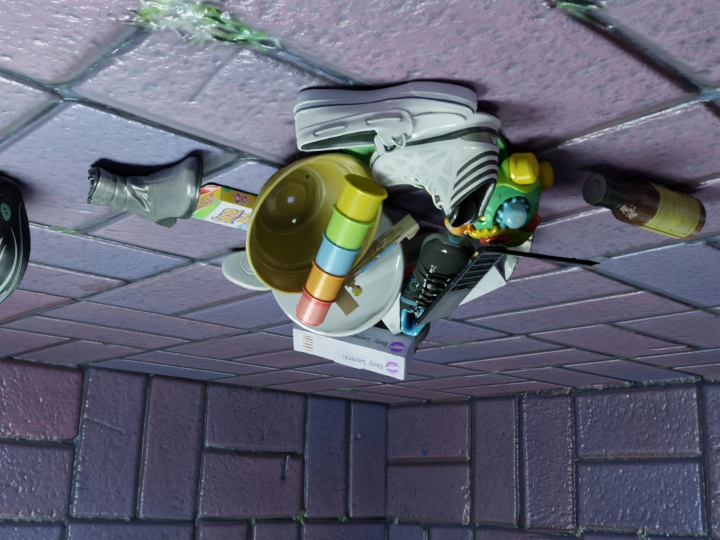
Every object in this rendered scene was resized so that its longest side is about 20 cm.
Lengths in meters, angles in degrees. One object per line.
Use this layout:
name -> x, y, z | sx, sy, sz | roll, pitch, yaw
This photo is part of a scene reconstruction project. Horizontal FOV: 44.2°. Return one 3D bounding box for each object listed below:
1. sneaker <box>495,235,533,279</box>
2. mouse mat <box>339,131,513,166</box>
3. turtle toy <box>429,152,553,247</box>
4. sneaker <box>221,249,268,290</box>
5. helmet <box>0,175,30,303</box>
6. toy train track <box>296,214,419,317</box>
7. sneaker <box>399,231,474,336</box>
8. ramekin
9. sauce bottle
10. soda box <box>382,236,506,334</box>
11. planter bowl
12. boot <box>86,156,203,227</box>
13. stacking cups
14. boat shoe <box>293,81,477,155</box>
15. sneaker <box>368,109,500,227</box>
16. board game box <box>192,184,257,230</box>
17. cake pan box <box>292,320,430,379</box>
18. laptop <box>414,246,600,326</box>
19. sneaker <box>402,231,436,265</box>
sneaker -> 0.210, -0.046, 1.389 | 0.085, 0.078, 0.200 | 14, 158, 0
mouse mat -> 0.078, -0.150, 1.092 | 0.198, 0.008, 0.161 | -4, 165, 22
turtle toy -> 0.176, -0.084, 1.138 | 0.144, 0.103, 0.199 | -6, 176, 26
sneaker -> -0.152, 0.012, 1.606 | 0.197, 0.074, 0.112 | 2, 164, -9
helmet -> -0.559, -0.030, 1.239 | 0.197, 0.193, 0.200 | 1, 165, 0
toy train track -> 0.000, 0.000, 1.214 | 0.199, 0.115, 0.033 | -39, 141, -1
sneaker -> 0.101, 0.021, 1.203 | 0.072, 0.083, 0.201 | 17, 148, -3
ramekin -> -0.031, -0.009, 1.284 | 0.200, 0.205, 0.094 | 0, 180, 7
sauce bottle -> 0.380, -0.089, 1.187 | 0.198, 0.067, 0.066 | 12, 162, -35
soda box -> 0.115, 0.018, 1.330 | 0.199, 0.064, 0.068 | -26, 122, 23
planter bowl -> -0.075, -0.076, 1.153 | 0.199, 0.202, 0.083 | 15, -159, -43
boot -> -0.290, -0.109, 1.175 | 0.130, 0.071, 0.200 | 14, 157, -26
stacking cups -> -0.033, -0.021, 1.125 | 0.060, 0.202, 0.061 | 22, -160, -9
boat shoe -> 0.026, -0.155, 0.954 | 0.197, 0.068, 0.074 | -1, 166, 10
sneaker -> 0.079, -0.102, 1.029 | 0.075, 0.117, 0.199 | 11, 163, -37
board game box -> -0.166, -0.086, 1.329 | 0.199, 0.030, 0.095 | 16, 159, -38
cake pan box -> 0.015, 0.078, 1.426 | 0.198, 0.185, 0.053 | 14, 132, 17
laptop -> 0.194, 0.027, 1.147 | 0.200, 0.116, 0.187 | -50, 166, 13
sneaker -> 0.052, 0.009, 1.410 | 0.198, 0.081, 0.071 | -24, 170, -12
